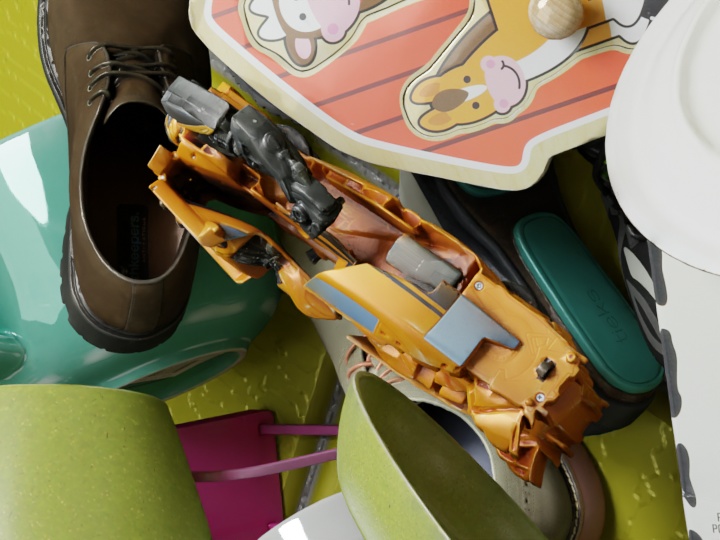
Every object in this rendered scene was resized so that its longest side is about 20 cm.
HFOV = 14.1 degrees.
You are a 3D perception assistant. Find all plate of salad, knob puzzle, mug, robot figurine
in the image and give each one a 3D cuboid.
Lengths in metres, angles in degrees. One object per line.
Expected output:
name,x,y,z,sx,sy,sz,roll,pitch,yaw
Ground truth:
plate of salad,0.174,-0.064,0.928,0.200,0.200,0.048,12,145,44
knob puzzle,0.027,-0.123,1.070,0.220,0.030,0.220,2,97,13
mug,-0.125,0.006,1.290,0.152,0.185,0.114,118,130,-76
robot figurine,0.000,0.000,1.104,0.200,0.145,0.058,35,85,16

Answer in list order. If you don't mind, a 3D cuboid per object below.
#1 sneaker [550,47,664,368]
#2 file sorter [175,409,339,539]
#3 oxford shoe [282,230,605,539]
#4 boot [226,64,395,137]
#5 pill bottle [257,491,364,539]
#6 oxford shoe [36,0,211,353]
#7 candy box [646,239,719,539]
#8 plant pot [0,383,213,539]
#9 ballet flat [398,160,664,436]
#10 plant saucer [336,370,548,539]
sneaker,0.101,-0.050,1.117,0.071,0.083,0.200,-21,82,46
file sorter,-0.045,0.170,1.264,0.125,0.139,0.200,-1,95,44
oxford shoe,0.023,0.042,1.214,0.200,0.074,0.071,50,117,26
boot,-0.021,-0.149,1.149,0.200,0.070,0.132,52,140,46
pill bottle,0.029,0.186,1.122,0.111,0.111,0.200,-48,62,39
oxford shoe,-0.090,-0.074,1.195,0.084,0.073,0.200,123,141,-68
candy box,0.195,0.059,0.980,0.168,0.072,0.200,0,110,29
plant pot,-0.122,0.150,1.142,0.187,0.187,0.200,-13,72,46
ballet flat,0.052,-0.018,1.186,0.073,0.073,0.200,-40,71,42
plant saucer,0.053,0.121,1.030,0.031,0.200,0.200,-42,63,7
